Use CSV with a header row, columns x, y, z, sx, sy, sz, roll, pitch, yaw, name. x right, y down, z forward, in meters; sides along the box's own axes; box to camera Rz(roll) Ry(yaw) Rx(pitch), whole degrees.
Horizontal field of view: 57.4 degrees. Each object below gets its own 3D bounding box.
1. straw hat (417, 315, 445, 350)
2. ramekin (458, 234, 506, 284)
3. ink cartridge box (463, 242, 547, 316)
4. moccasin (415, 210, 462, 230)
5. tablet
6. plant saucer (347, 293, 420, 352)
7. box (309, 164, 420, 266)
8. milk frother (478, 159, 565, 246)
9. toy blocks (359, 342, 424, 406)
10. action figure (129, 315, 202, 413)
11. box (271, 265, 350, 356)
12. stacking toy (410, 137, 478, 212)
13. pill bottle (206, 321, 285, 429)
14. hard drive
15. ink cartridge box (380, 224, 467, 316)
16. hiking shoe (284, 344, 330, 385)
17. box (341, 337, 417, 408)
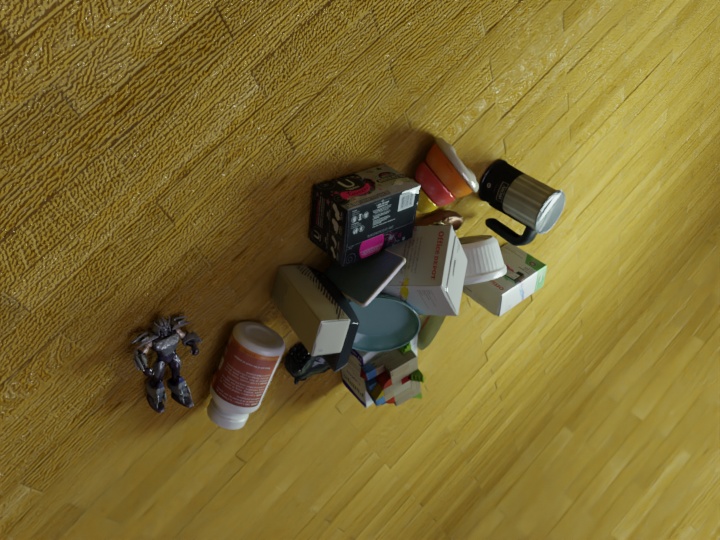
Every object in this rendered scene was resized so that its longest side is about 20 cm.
x,y,z,sx,sy,sz,roll,pitch,yaw,name
0.154,0.096,1.691,0.084,0.201,0.203,22,107,-10,straw hat
0.257,-0.027,1.625,0.201,0.201,0.096,-17,101,-40,ramekin
0.408,0.022,1.871,0.199,0.144,0.085,-29,138,-29,ink cartridge box
0.175,-0.093,1.568,0.200,0.078,0.074,-15,131,-41,moccasin
0.000,0.000,1.350,0.130,0.199,0.014,-48,123,-10,tablet
0.031,0.108,1.430,0.197,0.036,0.201,0,139,0,plant saucer
0.008,-0.118,1.325,0.199,0.114,0.133,-23,134,-36,box
0.432,-0.177,1.693,0.199,0.188,0.182,-25,137,-33,milk frother
0.072,0.266,1.577,0.136,0.100,0.201,-27,138,-14,toy blocks
-0.351,0.164,1.199,0.129,0.069,0.202,-18,129,-32,action figure
-0.101,0.073,1.283,0.068,0.200,0.083,-2,123,-33,box
0.147,-0.180,1.453,0.199,0.147,0.146,-38,147,13,stacking toy
-0.237,0.214,1.330,0.112,0.112,0.202,5,115,-50,pill bottle
-0.069,0.094,1.339,0.042,0.200,0.136,-4,124,-32,hard drive
0.115,0.002,1.435,0.145,0.198,0.149,52,45,-52,ink cartridge box
-0.085,0.184,1.525,0.199,0.076,0.101,-32,150,-14,hiking shoe
0.046,0.207,1.652,0.183,0.105,0.202,-31,139,-27,box
